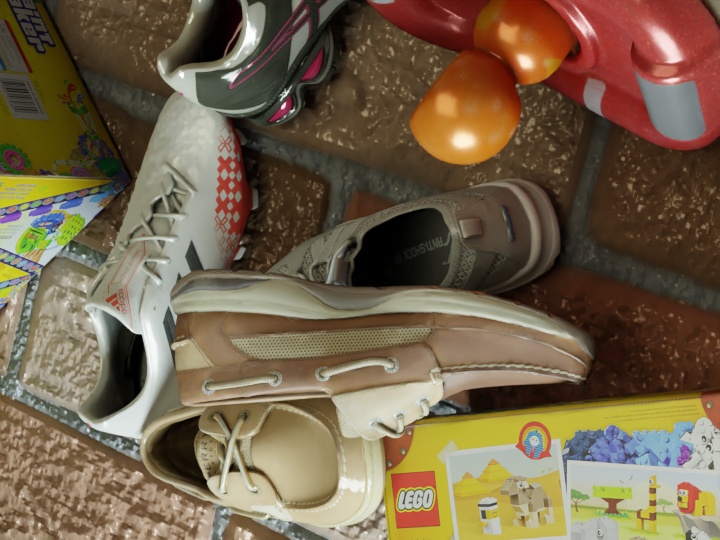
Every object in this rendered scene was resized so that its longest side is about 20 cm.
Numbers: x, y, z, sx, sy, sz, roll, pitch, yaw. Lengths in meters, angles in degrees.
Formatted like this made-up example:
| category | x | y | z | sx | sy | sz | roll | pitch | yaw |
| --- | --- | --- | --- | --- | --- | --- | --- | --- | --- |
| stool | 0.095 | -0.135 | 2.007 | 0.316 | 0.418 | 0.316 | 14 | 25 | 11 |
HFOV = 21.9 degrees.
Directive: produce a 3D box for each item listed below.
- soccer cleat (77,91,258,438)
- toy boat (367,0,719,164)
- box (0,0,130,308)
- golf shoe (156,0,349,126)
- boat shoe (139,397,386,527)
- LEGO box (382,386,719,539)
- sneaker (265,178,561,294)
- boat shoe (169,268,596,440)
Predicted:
| category | x | y | z | sx | sy | sz | roll | pitch | yaw |
| --- | --- | --- | --- | --- | --- | --- | --- | --- | --- |
| soccer cleat | -0.112 | -0.003 | 1.027 | 0.069 | 0.085 | 0.200 | 16 | 100 | 36 |
| toy boat | 0.070 | -0.104 | 0.844 | 0.200 | 0.131 | 0.131 | 33 | 76 | 33 |
| box | -0.277 | -0.082 | 1.130 | 0.193 | 0.122 | 0.200 | -39 | 68 | 31 |
| golf shoe | -0.032 | -0.167 | 0.966 | 0.077 | 0.088 | 0.200 | 38 | 109 | 32 |
| boat shoe | -0.053 | 0.097 | 0.953 | 0.200 | 0.064 | 0.071 | -11 | 82 | 61 |
| LEGO box | 0.115 | 0.134 | 0.860 | 0.200 | 0.077 | 0.149 | -10 | 85 | 37 |
| sneaker | 0.000 | 0.000 | 0.944 | 0.200 | 0.082 | 0.075 | -28 | 74 | 34 |
| boat shoe | 0.008 | 0.044 | 0.861 | 0.200 | 0.076 | 0.072 | 5 | 81 | 10 |
